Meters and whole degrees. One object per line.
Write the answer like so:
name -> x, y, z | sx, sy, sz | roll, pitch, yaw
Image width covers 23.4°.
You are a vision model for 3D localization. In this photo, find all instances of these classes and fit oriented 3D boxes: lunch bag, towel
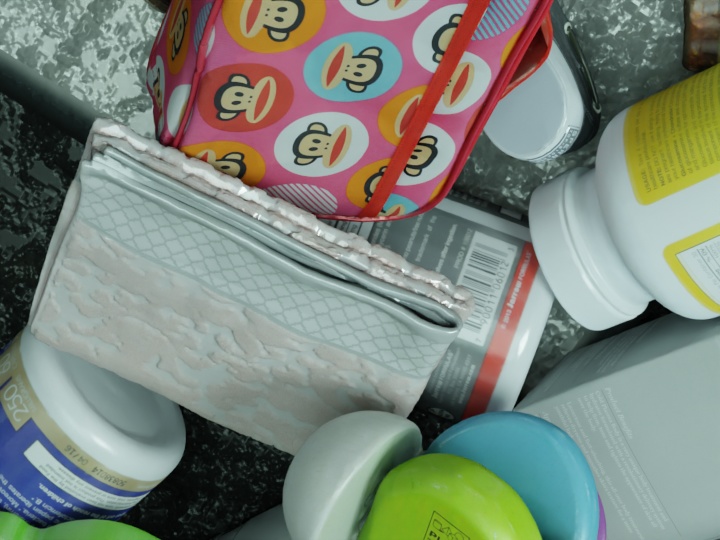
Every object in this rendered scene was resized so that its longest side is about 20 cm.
lunch bag -> 0.003, -0.108, 0.796 | 0.175, 0.082, 0.200 | 5, 140, -20
towel -> -0.061, 0.025, 0.854 | 0.199, 0.032, 0.191 | 25, 147, -3

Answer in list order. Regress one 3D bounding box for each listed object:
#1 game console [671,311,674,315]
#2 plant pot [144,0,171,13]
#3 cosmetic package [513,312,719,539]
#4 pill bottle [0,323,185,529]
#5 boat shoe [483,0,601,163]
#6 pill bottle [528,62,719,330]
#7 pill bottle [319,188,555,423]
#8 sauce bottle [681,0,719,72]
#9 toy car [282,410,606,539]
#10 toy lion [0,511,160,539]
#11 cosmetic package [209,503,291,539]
game console -> 0.263, -0.002, 0.917 | 0.199, 0.031, 0.178 | -4, 105, 12
plant pot -> -0.051, -0.257, 0.822 | 0.197, 0.200, 0.201 | -25, 101, 8
cosmetic package -> 0.191, 0.071, 0.888 | 0.199, 0.090, 0.107 | -23, 98, 34
pill bottle -> -0.204, 0.125, 0.992 | 0.200, 0.116, 0.116 | -43, 95, 18
boat shoe -> 0.066, -0.146, 0.888 | 0.070, 0.066, 0.201 | -37, 74, 29
pill bottle -> 0.184, -0.044, 0.833 | 0.199, 0.112, 0.112 | -25, 101, 30
pill bottle -> 0.000, 0.000, 0.919 | 0.199, 0.116, 0.116 | 20, 109, 4
sauce bottle -> 0.261, -0.125, 0.862 | 0.199, 0.066, 0.066 | 3, 107, 11
toy car -> 0.058, 0.149, 0.858 | 0.175, 0.150, 0.201 | 36, 141, 23
toy lion -> -0.181, 0.197, 0.936 | 0.199, 0.069, 0.192 | -30, 108, 16
cosmetic package -> -0.059, 0.176, 0.999 | 0.199, 0.083, 0.051 | -28, 101, 16
